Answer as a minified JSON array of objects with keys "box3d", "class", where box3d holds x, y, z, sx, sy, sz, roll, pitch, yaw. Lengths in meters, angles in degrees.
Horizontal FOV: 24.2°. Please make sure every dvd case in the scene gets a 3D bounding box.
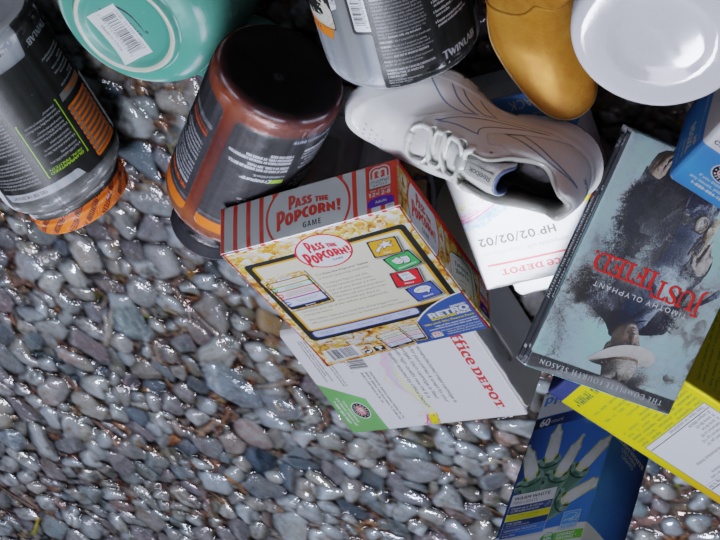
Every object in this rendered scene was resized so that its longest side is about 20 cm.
[{"box3d":[0.224,0.002,1.315,0.146,0.022,0.200,20,101,-24],"class":"dvd case"}]

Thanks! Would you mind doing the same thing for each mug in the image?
[{"box3d":[-0.149,-0.220,1.329,0.185,0.114,0.152,18,139,9],"class":"mug"}]

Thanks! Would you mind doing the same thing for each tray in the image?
[{"box3d":[-0.061,-0.114,1.399,0.200,0.022,0.108,23,115,27],"class":"tray"}]

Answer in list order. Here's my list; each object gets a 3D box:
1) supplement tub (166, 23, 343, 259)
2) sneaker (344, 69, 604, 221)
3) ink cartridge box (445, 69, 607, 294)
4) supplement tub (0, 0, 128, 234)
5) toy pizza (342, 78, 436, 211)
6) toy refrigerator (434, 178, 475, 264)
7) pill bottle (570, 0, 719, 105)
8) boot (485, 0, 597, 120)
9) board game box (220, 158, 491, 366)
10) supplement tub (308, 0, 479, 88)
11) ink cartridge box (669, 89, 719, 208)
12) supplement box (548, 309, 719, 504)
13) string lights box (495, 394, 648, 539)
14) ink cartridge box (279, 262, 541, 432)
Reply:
[{"box3d":[-0.092,-0.094,1.333,0.107,0.107,0.200,28,138,-3],"class":"supplement tub"},{"box3d":[0.081,-0.094,1.247,0.200,0.087,0.075,17,120,8],"class":"sneaker"},{"box3d":[0.140,-0.059,1.340,0.115,0.068,0.200,-13,115,22],"class":"ink cartridge box"},{"box3d":[-0.295,-0.136,1.486,0.122,0.123,0.200,-6,129,32],"class":"supplement tub"},{"box3d":[-0.026,-0.064,1.423,0.200,0.032,0.201,10,109,32],"class":"toy pizza"},{"box3d":[0.003,-0.022,1.496,0.200,0.070,0.076,-9,132,36],"class":"toy refrigerator"},{"box3d":[0.199,-0.209,1.087,0.112,0.200,0.112,7,136,7],"class":"pill bottle"},{"box3d":[0.128,-0.189,1.172,0.071,0.144,0.201,-24,105,-2],"class":"boot"},{"box3d":[0.000,0.000,1.341,0.151,0.046,0.200,-14,146,18],"class":"board game box"},{"box3d":[0.011,-0.243,1.217,0.122,0.123,0.200,4,134,24],"class":"supplement tub"},{"box3d":[0.342,-0.112,1.213,0.144,0.084,0.200,31,139,-6],"class":"ink cartridge box"},{"box3d":[0.282,0.096,1.442,0.200,0.110,0.109,33,139,-7],"class":"supplement box"},{"box3d":[0.196,0.194,1.519,0.103,0.200,0.059,-19,123,39],"class":"string lights box"},{"box3d":[0.051,0.066,1.548,0.200,0.084,0.145,-10,129,35],"class":"ink cartridge box"}]
